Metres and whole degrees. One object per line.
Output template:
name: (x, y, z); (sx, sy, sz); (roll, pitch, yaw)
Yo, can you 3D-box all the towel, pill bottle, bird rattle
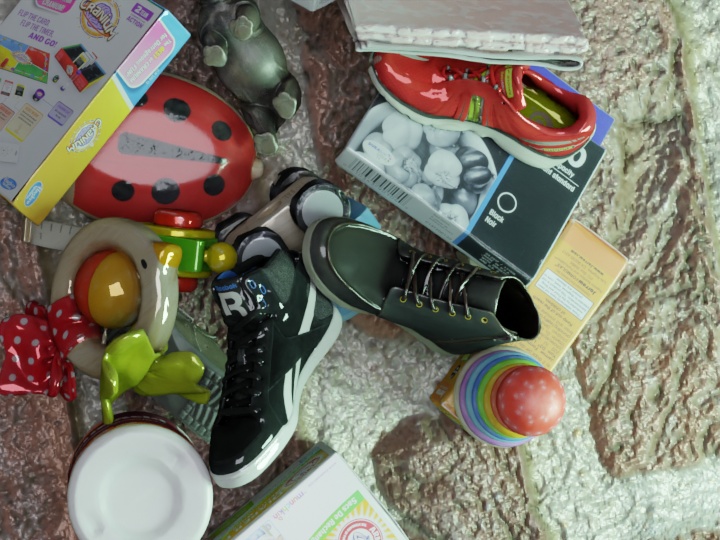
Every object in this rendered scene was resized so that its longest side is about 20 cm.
towel: (0.079, -0.218, 1.692); (0.198, 0.191, 0.032); (4, 117, -8)
pill bottle: (-0.181, 0.174, 1.643); (0.113, 0.200, 0.115); (0, 90, -8)
bird rattle: (-0.202, 0.039, 1.629); (0.112, 0.199, 0.164); (10, 95, -43)

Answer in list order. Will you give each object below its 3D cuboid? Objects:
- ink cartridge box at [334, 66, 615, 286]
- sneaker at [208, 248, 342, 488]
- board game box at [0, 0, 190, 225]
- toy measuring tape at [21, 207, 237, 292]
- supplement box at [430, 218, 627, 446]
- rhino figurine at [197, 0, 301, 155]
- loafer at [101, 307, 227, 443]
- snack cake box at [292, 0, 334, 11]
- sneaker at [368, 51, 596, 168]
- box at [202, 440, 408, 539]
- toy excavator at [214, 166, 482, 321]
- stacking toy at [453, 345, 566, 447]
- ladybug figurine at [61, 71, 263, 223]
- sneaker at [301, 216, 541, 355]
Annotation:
ink cartridge box: (0.107, -0.117, 1.732); (0.197, 0.043, 0.201); (34, 65, -7)
sneaker: (-0.092, 0.065, 1.593); (0.112, 0.073, 0.201); (55, 41, -29)
board game box: (-0.254, -0.155, 1.665); (0.200, 0.153, 0.040); (-51, 141, -4)
toy measuring tape: (-0.185, -0.022, 1.682); (0.199, 0.073, 0.074); (8, 89, 27)
supplement box: (0.145, 0.053, 1.756); (0.069, 0.067, 0.201); (35, 85, -7)
rhino figurine: (-0.107, -0.200, 1.695); (0.059, 0.088, 0.201); (-24, 108, 9)
loafer: (-0.164, 0.071, 1.717); (0.200, 0.070, 0.075); (46, 100, 8)
snack cake box: (0.008, -0.305, 1.661); (0.067, 0.116, 0.200); (32, 43, 27)
sneaker: (0.105, -0.154, 1.671); (0.199, 0.085, 0.078); (19, 67, -13)
box: (-0.069, 0.248, 1.704); (0.200, 0.112, 0.102); (-40, 96, -7)
toy excavator: (0.000, 0.000, 1.733); (0.194, 0.100, 0.201); (-38, 109, -7)
stacking toy: (0.128, 0.104, 1.620); (0.085, 0.200, 0.086); (0, 89, -5)
ladybug figurine: (-0.179, -0.102, 1.707); (0.198, 0.072, 0.137); (6, 89, -8)
sneaker: (0.053, 0.005, 1.642); (0.199, 0.106, 0.075); (27, 67, -34)
